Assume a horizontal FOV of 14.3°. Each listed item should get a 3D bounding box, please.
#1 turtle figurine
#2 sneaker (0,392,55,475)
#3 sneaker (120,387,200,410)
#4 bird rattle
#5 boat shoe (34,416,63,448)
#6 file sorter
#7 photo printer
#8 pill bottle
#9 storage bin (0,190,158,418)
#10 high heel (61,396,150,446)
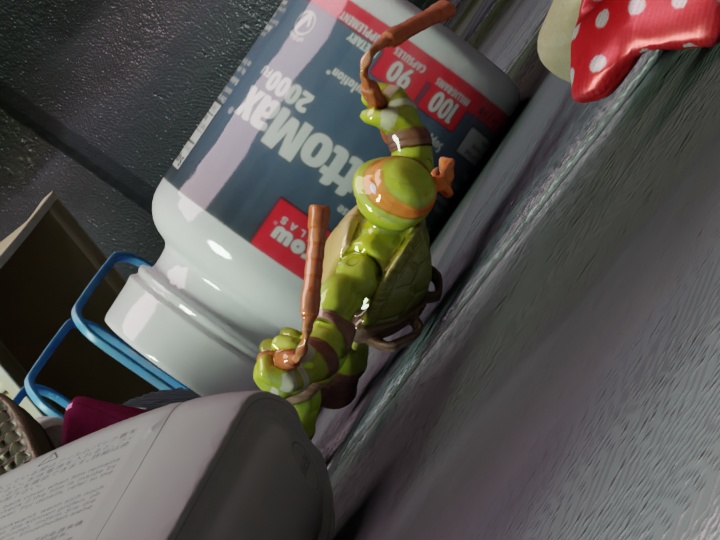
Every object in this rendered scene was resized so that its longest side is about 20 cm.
[{"bbox_3d":[0.000,0.000,1.108,0.162,0.064,0.201,117,174,-46],"label":"turtle figurine"},{"bbox_3d":[-0.113,0.135,1.072,0.070,0.076,0.201,-23,50,4],"label":"sneaker"},{"bbox_3d":[-0.118,0.138,1.285,0.070,0.082,0.200,3,33,36],"label":"sneaker"},{"bbox_3d":[0.101,-0.121,0.908,0.163,0.112,0.201,108,180,-60],"label":"bird rattle"},{"bbox_3d":[-0.164,0.132,1.163,0.065,0.074,0.201,-25,34,32],"label":"boat shoe"},{"bbox_3d":[-0.137,0.110,1.487,0.200,0.122,0.139,-54,4,18],"label":"file sorter"},{"bbox_3d":[-0.097,0.116,0.887,0.166,0.070,0.200,-24,17,22],"label":"photo printer"},{"bbox_3d":[-0.027,-0.034,1.337,0.201,0.119,0.120,-56,3,1],"label":"pill bottle"},{"bbox_3d":[-0.175,0.087,1.665,0.094,0.199,0.200,-36,11,19],"label":"storage bin"},{"bbox_3d":[-0.112,0.127,1.185,0.067,0.096,0.200,-58,4,-39],"label":"high heel"}]
